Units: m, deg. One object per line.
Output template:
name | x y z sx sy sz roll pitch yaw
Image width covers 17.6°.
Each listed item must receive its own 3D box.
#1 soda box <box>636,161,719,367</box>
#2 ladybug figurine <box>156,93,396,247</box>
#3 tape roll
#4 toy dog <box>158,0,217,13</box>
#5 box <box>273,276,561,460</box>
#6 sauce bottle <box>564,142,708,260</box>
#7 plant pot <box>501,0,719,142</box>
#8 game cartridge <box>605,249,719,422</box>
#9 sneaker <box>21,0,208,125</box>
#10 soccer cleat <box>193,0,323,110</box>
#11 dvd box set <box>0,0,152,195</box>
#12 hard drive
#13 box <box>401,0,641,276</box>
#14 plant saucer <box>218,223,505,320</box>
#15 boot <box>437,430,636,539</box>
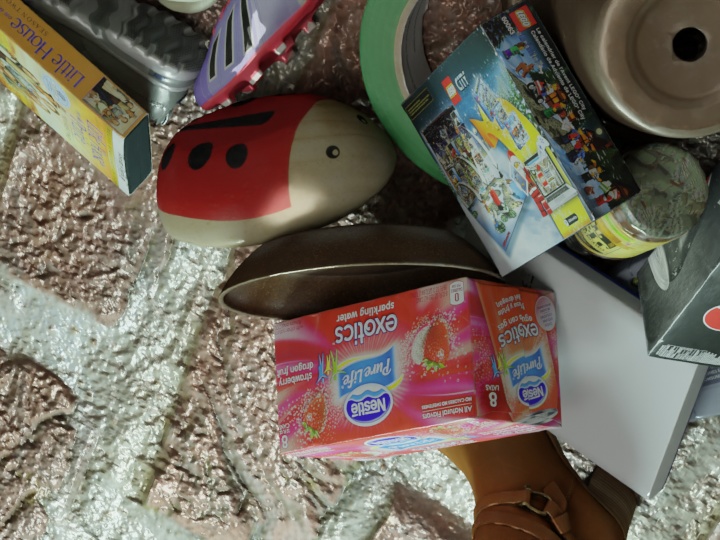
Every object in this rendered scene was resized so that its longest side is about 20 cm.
soda box | 0.245 -0.018 1.488 0.063 0.071 0.200 7 146 -16
ladybug figurine | -0.069 -0.075 1.641 0.199 0.136 0.072 -7 122 34
tape roll | 0.099 -0.147 1.586 0.199 0.048 0.202 11 119 19
toy dog | -0.175 -0.274 1.607 0.199 0.140 0.194 21 159 11
box | 0.038 0.073 1.643 0.199 0.095 0.100 -13 75 44
sauce bottle | 0.173 -0.039 1.534 0.064 0.200 0.065 1 82 -8
plant pot | 0.189 -0.160 1.428 0.199 0.175 0.202 0 109 1
game cartridge | 0.264 0.027 1.612 0.199 0.041 0.134 -17 111 30
sneaker | -0.210 -0.174 1.694 0.199 0.075 0.082 35 131 8
soccer cleat | -0.062 -0.195 1.626 0.076 0.067 0.200 46 122 3
dvd box set | -0.233 -0.146 1.682 0.200 0.029 0.146 42 167 6
hard drive | 0.147 0.055 1.645 0.200 0.025 0.133 34 129 26
box | 0.098 -0.080 1.483 0.137 0.038 0.200 60 164 2
plant saucer | 0.000 0.000 1.615 0.199 0.200 0.037 -9 78 27
boot | 0.099 0.167 1.684 0.200 0.155 0.077 37 125 2
